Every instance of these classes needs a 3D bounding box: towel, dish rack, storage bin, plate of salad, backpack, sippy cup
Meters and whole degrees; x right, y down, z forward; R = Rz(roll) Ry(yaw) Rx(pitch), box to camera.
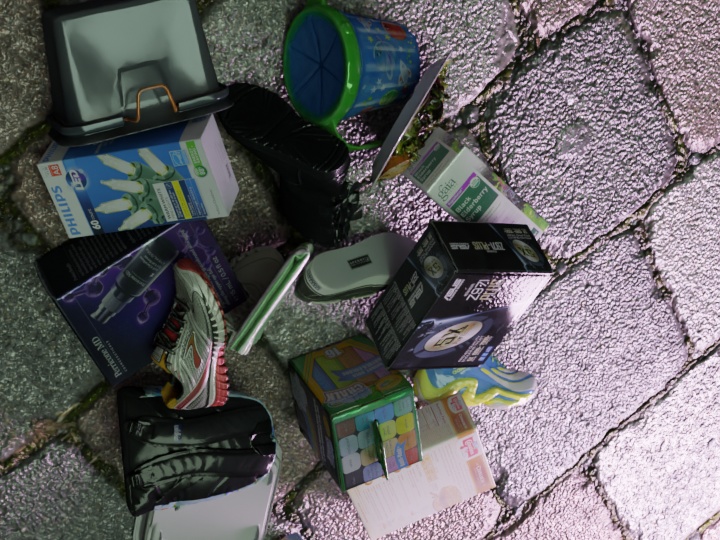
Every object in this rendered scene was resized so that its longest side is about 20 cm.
[{"bbox_3d":[-0.102,0.032,1.555,0.023,0.200,0.153,33,91,0],"label":"towel"},{"bbox_3d":[-0.201,0.316,1.752,0.198,0.044,0.174,3,113,-28],"label":"dish rack"},{"bbox_3d":[-0.251,-0.227,1.400,0.198,0.145,0.136,-17,111,-19],"label":"storage bin"},{"bbox_3d":[0.068,-0.175,1.562,0.048,0.200,0.201,30,100,0],"label":"plate of salad"},{"bbox_3d":[-0.206,0.217,1.640,0.197,0.154,0.165,-6,89,-13],"label":"backpack"},{"bbox_3d":[-0.003,-0.244,1.526,0.129,0.140,0.179,-7,129,-36],"label":"sippy cup"}]

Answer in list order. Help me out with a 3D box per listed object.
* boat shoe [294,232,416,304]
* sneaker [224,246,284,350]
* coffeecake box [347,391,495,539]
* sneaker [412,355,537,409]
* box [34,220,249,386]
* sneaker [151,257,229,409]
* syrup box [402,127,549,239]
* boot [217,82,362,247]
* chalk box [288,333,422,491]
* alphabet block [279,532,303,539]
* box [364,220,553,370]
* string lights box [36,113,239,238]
[{"bbox_3d":[0.000,0.000,1.688,0.198,0.071,0.064,-10,158,-38],"label":"boat shoe"},{"bbox_3d":[-0.167,0.054,1.615,0.200,0.081,0.075,-44,125,-3],"label":"sneaker"},{"bbox_3d":[0.077,0.278,1.820,0.198,0.073,0.154,-23,136,-1],"label":"coffeecake box"},{"bbox_3d":[0.173,0.139,1.840,0.198,0.076,0.106,-2,115,-26],"label":"sneaker"},{"bbox_3d":[-0.258,0.013,1.529,0.199,0.104,0.149,-34,126,-9],"label":"box"},{"bbox_3d":[-0.199,0.080,1.484,0.081,0.078,0.202,-12,121,-21],"label":"sneaker"},{"bbox_3d":[0.152,-0.096,1.706,0.079,0.081,0.200,-50,128,4],"label":"syrup box"},{"bbox_3d":[-0.085,-0.122,1.551,0.074,0.197,0.163,-51,161,-24],"label":"boot"},{"bbox_3d":[0.002,0.195,1.700,0.123,0.200,0.126,-18,122,-18],"label":"chalk box"},{"bbox_3d":[-0.122,0.527,1.810,0.198,0.195,0.198,-22,121,-15],"label":"alphabet block"},{"bbox_3d":[0.126,0.035,1.671,0.162,0.087,0.201,1,138,-34],"label":"box"},{"bbox_3d":[-0.247,-0.105,1.443,0.197,0.059,0.104,-8,124,16],"label":"string lights box"}]
